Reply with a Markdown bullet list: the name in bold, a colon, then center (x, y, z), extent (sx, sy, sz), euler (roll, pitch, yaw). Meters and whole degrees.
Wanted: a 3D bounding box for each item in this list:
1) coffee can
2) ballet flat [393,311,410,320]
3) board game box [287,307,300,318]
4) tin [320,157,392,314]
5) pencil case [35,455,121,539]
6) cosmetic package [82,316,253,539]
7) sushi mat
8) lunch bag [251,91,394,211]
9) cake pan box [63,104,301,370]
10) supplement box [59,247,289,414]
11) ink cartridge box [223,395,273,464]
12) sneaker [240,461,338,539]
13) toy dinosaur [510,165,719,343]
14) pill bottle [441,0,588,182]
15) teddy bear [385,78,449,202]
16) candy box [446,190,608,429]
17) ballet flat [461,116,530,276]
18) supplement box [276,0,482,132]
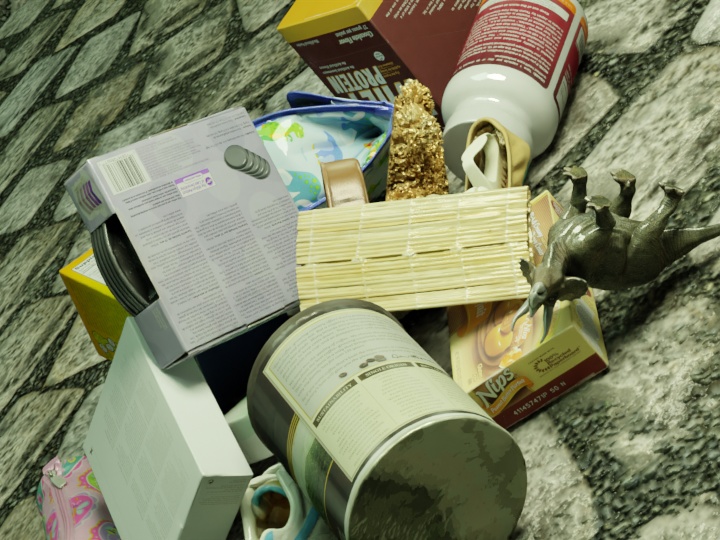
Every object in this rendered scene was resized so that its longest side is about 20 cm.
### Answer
- **coffee can**: center (0.016, 0.128, 1.321), extent (0.146, 0.146, 0.200), euler (-44, 35, -2)
- **ballet flat**: center (0.051, 0.023, 1.580), extent (0.199, 0.047, 0.067), euler (-33, 0, 9)
- **board game box**: center (-0.034, 0.015, 1.638), extent (0.096, 0.030, 0.200), euler (-49, 16, -12)
- **tin**: center (0.000, 0.000, 1.493), extent (0.041, 0.112, 0.202), euler (-10, 69, -5)
- **pencil case**: center (-0.257, 0.249, 1.629), extent (0.087, 0.087, 0.200), euler (-41, 27, 4)
- **cosmetic package**: center (-0.168, 0.160, 1.480), extent (0.201, 0.051, 0.152), euler (57, 132, 43)
- **sushi mat**: center (0.043, -0.014, 1.413), extent (0.198, 0.012, 0.097), euler (-6, 72, 15)
- **lunch bag**: center (-0.046, -0.098, 1.687), extent (0.198, 0.128, 0.170), euler (-23, -8, 2)
- **cake pan box**: center (-0.136, -0.030, 1.503), extent (0.199, 0.185, 0.052), euler (-27, -6, -44)
- **supplement box**: center (-0.171, 0.037, 1.642), extent (0.109, 0.110, 0.199), euler (-40, 39, -27)
- **ink cartridge box**: center (-0.100, 0.128, 1.554), extent (0.199, 0.050, 0.161), euler (-23, 13, 42)
- **sneaker**: center (-0.051, 0.183, 1.439), extent (0.076, 0.081, 0.201), euler (-33, 27, 23)
- **toy dinosaur**: center (0.193, -0.021, 1.344), extent (0.198, 0.103, 0.077), euler (-10, 35, -32)
- **pill bottle**: center (0.142, -0.176, 1.657), extent (0.112, 0.113, 0.201), euler (-19, 35, 40)
- **teddy bear**: center (0.055, -0.080, 1.541), extent (0.066, 0.146, 0.200), euler (3, 25, 1)
- **candy box**: center (0.131, 0.032, 1.433), extent (0.115, 0.055, 0.201), euler (-33, 28, 19)
- **ballet flat**: center (0.103, -0.057, 1.471), extent (0.068, 0.063, 0.201), euler (-29, 29, 26)
- **supplement box**: center (0.060, -0.251, 1.782), extent (0.132, 0.200, 0.198), euler (-6, 44, 50)
